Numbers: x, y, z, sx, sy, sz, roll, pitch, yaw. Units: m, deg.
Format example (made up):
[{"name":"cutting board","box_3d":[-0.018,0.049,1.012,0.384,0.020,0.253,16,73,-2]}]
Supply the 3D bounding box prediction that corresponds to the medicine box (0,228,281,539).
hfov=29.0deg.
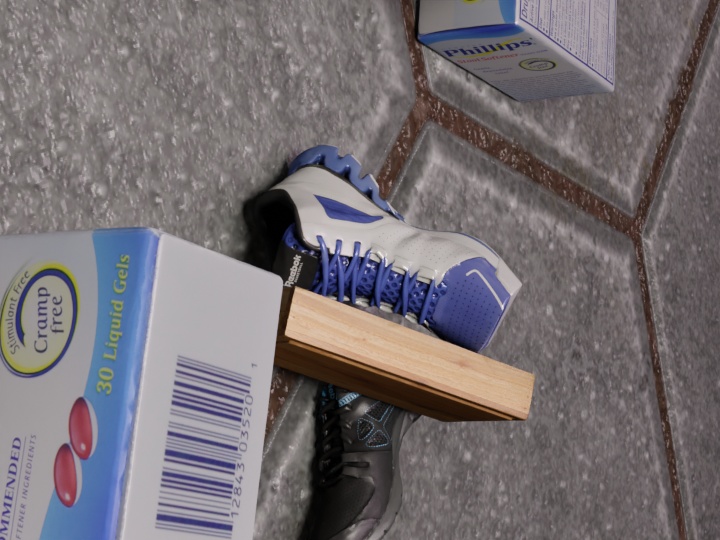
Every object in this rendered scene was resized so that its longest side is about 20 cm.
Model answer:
[{"name":"medicine box","box_3d":[-0.151,0.084,0.667,0.103,0.198,0.185,24,68,-55]}]

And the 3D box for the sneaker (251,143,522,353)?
[{"name":"sneaker","box_3d":[-0.001,0.000,0.944,0.115,0.198,0.081,-32,151,-48]}]

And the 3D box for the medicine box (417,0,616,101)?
[{"name":"medicine box","box_3d":[0.145,-0.268,1.233,0.199,0.102,0.185,18,73,-54]}]

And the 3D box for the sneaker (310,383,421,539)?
[{"name":"sneaker","box_3d":[-0.007,0.125,1.024,0.082,0.073,0.202,40,49,-26]}]

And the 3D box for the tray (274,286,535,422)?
[{"name":"tray","box_3d":[0.012,0.062,0.950,0.198,0.098,0.038,20,74,-29]}]
